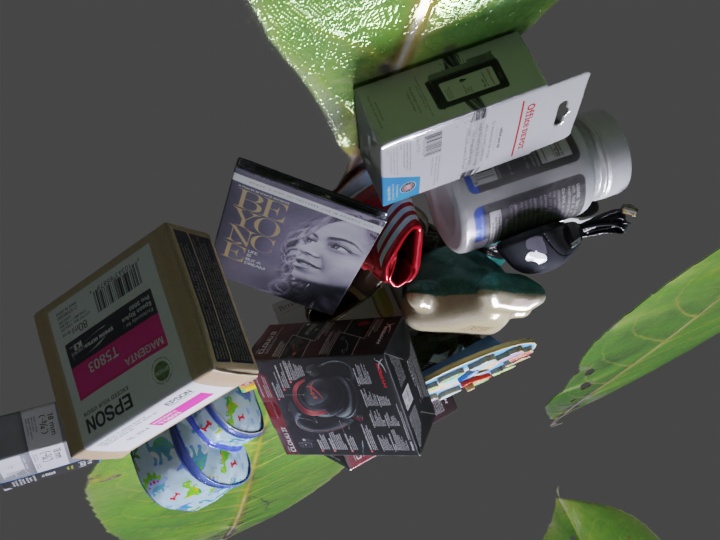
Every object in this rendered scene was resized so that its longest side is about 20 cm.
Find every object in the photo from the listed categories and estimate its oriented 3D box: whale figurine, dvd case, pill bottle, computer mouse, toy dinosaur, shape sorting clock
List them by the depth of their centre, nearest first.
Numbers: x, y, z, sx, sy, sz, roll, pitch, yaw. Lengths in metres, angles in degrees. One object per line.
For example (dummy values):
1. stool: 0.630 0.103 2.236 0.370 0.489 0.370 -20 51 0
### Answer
1. dvd case: -0.071 -0.026 0.861 0.148 0.016 0.200 20 146 -7
2. pill bottle: 0.177 -0.100 0.909 0.200 0.114 0.114 -18 158 -11
3. computer mouse: 0.233 -0.032 0.924 0.140 0.046 0.200 -20 175 22
4. whale figurine: 0.126 0.017 0.961 0.159 0.104 0.200 6 170 -19
5. shape sorting clock: 0.131 0.134 1.076 0.200 0.039 0.200 -24 162 -8
6. toy dinosaur: 0.072 0.106 1.077 0.200 0.048 0.088 0 137 -43

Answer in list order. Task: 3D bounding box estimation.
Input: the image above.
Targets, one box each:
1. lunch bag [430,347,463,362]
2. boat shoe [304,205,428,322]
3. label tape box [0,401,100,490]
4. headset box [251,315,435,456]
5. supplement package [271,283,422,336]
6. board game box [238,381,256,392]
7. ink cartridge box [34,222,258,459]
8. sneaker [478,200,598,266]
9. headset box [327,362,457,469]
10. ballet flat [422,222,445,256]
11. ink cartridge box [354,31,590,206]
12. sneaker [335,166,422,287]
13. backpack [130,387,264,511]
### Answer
1. lunch bag: 0.078 0.176 1.441 0.200 0.122 0.170 -21 157 -28
2. boat shoe: 0.005 0.003 0.999 0.075 0.075 0.202 32 131 -19
3. label tape box: -0.401 0.227 1.165 0.200 0.063 0.144 -14 157 -20
4. headset box: -0.031 0.138 0.993 0.199 0.149 0.075 -6 -151 26
5. supplement package: 0.006 0.075 1.145 0.200 0.111 0.156 -24 158 1
6. board game box: -0.158 0.072 1.002 0.030 0.096 0.200 -20 158 -4
7. ink cartridge box: -0.220 0.074 0.855 0.200 0.165 0.075 -32 157 20
8. sneaker: 0.196 -0.054 1.069 0.200 0.084 0.121 -5 151 -30
9. headset box: 0.014 0.204 1.220 0.200 0.075 0.149 -26 -173 -20
10. ballet flat: 0.118 -0.025 1.087 0.046 0.068 0.200 -5 166 36
11. ink cartridge box: 0.100 -0.145 0.792 0.200 0.068 0.116 -20 158 -6
12. sneaker: -0.011 -0.016 0.915 0.078 0.116 0.200 -4 151 -39
13. backpack: -0.214 0.190 1.079 0.147 0.200 0.183 -28 157 14
